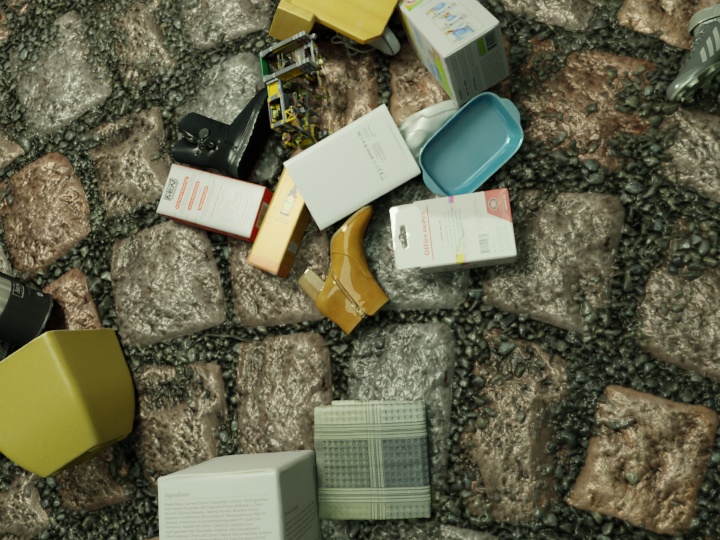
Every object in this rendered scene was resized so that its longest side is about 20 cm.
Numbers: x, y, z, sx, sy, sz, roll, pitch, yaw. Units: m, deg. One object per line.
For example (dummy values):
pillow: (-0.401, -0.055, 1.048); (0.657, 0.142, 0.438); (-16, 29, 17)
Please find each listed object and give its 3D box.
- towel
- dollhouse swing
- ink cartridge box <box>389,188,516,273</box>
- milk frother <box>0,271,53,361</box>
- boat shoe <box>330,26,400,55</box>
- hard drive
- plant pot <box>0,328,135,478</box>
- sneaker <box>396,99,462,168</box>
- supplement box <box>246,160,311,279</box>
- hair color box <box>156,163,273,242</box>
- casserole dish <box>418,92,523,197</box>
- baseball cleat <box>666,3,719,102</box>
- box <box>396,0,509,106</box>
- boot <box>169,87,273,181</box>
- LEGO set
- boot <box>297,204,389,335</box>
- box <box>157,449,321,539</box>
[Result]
towel: (0.018, 0.318, 0.945); (0.198, 0.035, 0.194); (-4, 83, 9)
dollhouse swing: (-0.035, -0.492, 1.008); (0.175, 0.182, 0.201); (26, 85, -15)
ink cartridge box: (0.155, -0.062, 0.952); (0.198, 0.067, 0.117); (-7, 80, 9)
milk frother: (-0.728, 0.092, 1.052); (0.180, 0.188, 0.201); (19, 79, 47)
boat shoe: (-0.017, -0.449, 1.046); (0.086, 0.075, 0.202); (-44, 72, 1)
hard drive: (-0.014, -0.176, 0.964); (0.199, 0.027, 0.132); (-29, 95, 4)
plant pot: (-0.522, 0.241, 0.991); (0.195, 0.194, 0.201); (-32, 81, 5)
sneaker: (0.099, -0.228, 0.997); (0.199, 0.075, 0.089); (-26, 90, 12)
supplement box: (-0.134, -0.091, 1.020); (0.066, 0.069, 0.201); (21, 88, 13)
hair color box: (-0.271, -0.125, 1.056); (0.199, 0.061, 0.102); (16, 85, 13)
casserole dish: (0.187, -0.213, 0.965); (0.200, 0.039, 0.121); (-43, 104, 4)
baseball cleat: (0.560, -0.361, 0.921); (0.200, 0.070, 0.107); (-37, 69, -5)
box: (0.153, -0.398, 0.951); (0.101, 0.113, 0.201); (-30, 55, 5)
boot: (-0.259, -0.279, 1.068); (0.167, 0.076, 0.201); (21, 82, 17)
LEGO set: (-0.091, -0.322, 1.002); (0.115, 0.154, 0.202); (-13, 71, 27)
boot: (0.000, 0.000, 0.982); (0.144, 0.071, 0.202); (40, 93, 8)
box: (-0.182, 0.389, 0.884); (0.198, 0.199, 0.173); (-7, 79, 11)
